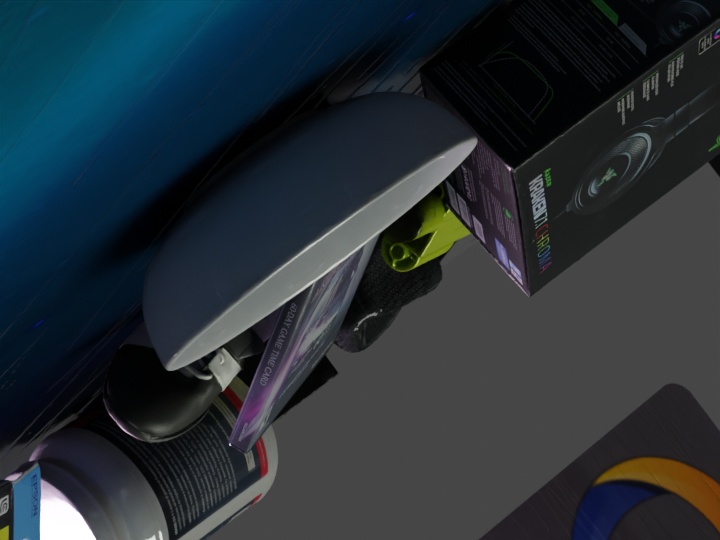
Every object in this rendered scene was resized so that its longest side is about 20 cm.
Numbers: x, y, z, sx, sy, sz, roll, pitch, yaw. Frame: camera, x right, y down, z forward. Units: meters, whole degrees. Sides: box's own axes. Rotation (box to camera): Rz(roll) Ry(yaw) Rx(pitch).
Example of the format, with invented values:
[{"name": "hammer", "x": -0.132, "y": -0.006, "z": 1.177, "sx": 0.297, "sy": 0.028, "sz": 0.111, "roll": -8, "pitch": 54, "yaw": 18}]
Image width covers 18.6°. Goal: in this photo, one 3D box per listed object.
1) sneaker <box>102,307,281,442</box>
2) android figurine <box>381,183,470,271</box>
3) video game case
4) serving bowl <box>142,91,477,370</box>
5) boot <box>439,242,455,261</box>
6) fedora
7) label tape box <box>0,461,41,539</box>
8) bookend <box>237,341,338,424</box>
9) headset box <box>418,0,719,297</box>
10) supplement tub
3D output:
[{"name": "sneaker", "x": -0.091, "y": 0.029, "z": 1.422, "sx": 0.200, "sy": 0.074, "sz": 0.089, "roll": -47, "pitch": 176, "yaw": -40}, {"name": "android figurine", "x": 0.081, "y": -0.079, "z": 1.487, "sx": 0.200, "sy": 0.041, "sz": 0.182, "roll": -30, "pitch": 153, "yaw": -59}, {"name": "video game case", "x": -0.023, "y": 0.011, "z": 1.436, "sx": 0.143, "sy": 0.019, "sz": 0.200, "roll": -51, "pitch": 168, "yaw": -51}, {"name": "serving bowl", "x": -0.038, "y": -0.032, "z": 1.138, "sx": 0.200, "sy": 0.066, "sz": 0.200, "roll": -37, "pitch": 176, "yaw": -3}, {"name": "boot", "x": 0.058, "y": -0.031, "z": 2.026, "sx": 0.200, "sy": 0.069, "sz": 0.174, "roll": -38, "pitch": 176, "yaw": -8}, {"name": "fedora", "x": 0.000, "y": 0.000, "z": 1.609, "sx": 0.201, "sy": 0.092, "sz": 0.201, "roll": -40, "pitch": 175, "yaw": -4}, {"name": "label tape box", "x": -0.272, "y": 0.207, "z": 1.345, "sx": 0.066, "sy": 0.143, "sz": 0.200, "roll": 10, "pitch": -163, "yaw": 20}, {"name": "bookend", "x": -0.136, "y": 0.127, "z": 1.992, "sx": 0.199, "sy": 0.092, "sz": 0.200, "roll": -36, "pitch": 177, "yaw": -11}, {"name": "headset box", "x": 0.147, "y": -0.106, "z": 1.332, "sx": 0.200, "sy": 0.093, "sz": 0.174, "roll": -36, "pitch": 155, "yaw": -11}, {"name": "supplement tub", "x": -0.176, "y": 0.167, "z": 1.751, "sx": 0.200, "sy": 0.140, "sz": 0.140, "roll": -33, "pitch": 175, "yaw": -42}]
